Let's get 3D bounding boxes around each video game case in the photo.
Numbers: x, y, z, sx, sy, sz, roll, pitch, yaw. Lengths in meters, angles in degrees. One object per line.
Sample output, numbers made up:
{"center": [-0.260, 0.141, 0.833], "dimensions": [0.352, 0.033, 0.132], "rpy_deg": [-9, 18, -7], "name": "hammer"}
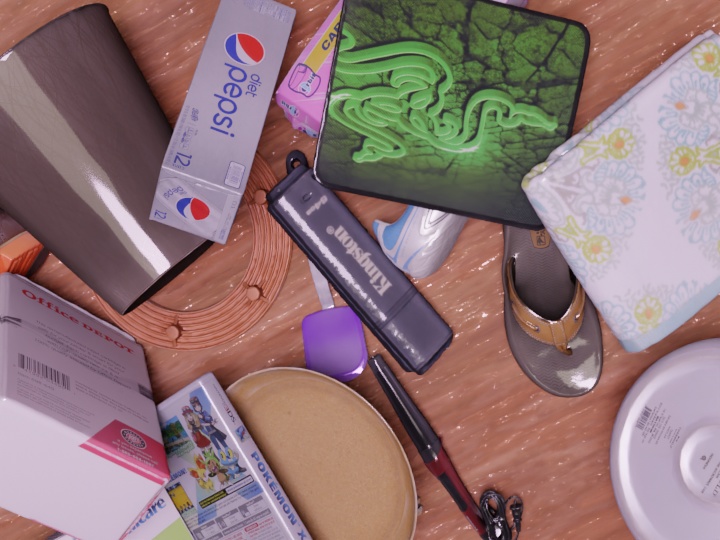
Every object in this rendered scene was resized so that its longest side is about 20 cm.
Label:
{"center": [-0.143, 0.205, 0.837], "dimensions": [0.199, 0.022, 0.184], "rpy_deg": [-32, 89, 36], "name": "video game case"}

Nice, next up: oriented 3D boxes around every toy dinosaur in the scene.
{"center": [-0.044, 0.181, 0.846], "dimensions": [0.196, 0.058, 0.103], "rpy_deg": [3, 96, 7], "name": "toy dinosaur"}

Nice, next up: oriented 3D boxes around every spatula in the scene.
{"center": [-0.036, -0.004, 0.850], "dimensions": [0.055, 0.021, 0.204], "rpy_deg": [-11, 92, 8], "name": "spatula"}

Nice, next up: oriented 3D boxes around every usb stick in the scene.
{"center": [0.000, 0.000, 0.828], "dimensions": [0.055, 0.033, 0.201], "rpy_deg": [-42, 94, -11], "name": "usb stick"}

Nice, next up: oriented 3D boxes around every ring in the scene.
{"center": [-0.157, -0.029, 0.866], "dimensions": [0.196, 0.019, 0.205], "rpy_deg": [1, 95, 8], "name": "ring"}

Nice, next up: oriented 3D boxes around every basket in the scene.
{"center": [-0.213, -0.076, 0.797], "dimensions": [0.179, 0.136, 0.201], "rpy_deg": [-38, 92, -2], "name": "basket"}

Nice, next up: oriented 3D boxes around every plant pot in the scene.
{"center": [-0.042, 0.171, 0.808], "dimensions": [0.196, 0.027, 0.204], "rpy_deg": [6, 107, 22], "name": "plant pot"}

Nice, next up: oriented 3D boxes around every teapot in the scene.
{"center": [0.297, 0.153, 0.762], "dimensions": [0.198, 0.145, 0.201], "rpy_deg": [-24, 68, 33], "name": "teapot"}

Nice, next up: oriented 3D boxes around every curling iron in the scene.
{"center": [0.072, 0.153, 0.844], "dimensions": [0.049, 0.026, 0.201], "rpy_deg": [-38, 90, 15], "name": "curling iron"}

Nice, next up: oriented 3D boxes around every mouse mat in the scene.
{"center": [0.071, -0.126, 0.741], "dimensions": [0.196, 0.008, 0.164], "rpy_deg": [10, 96, -11], "name": "mouse mat"}

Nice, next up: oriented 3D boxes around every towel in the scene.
{"center": [0.242, -0.060, 0.766], "dimensions": [0.199, 0.048, 0.172], "rpy_deg": [-38, 105, -4], "name": "towel"}

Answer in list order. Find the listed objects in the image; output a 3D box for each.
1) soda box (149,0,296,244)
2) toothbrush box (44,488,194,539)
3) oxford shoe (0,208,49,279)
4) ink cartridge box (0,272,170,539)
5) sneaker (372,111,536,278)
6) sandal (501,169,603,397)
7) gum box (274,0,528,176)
{"center": [-0.104, -0.125, 0.766], "dimensions": [0.062, 0.069, 0.203], "rpy_deg": [18, 54, -10], "name": "soda box"}
{"center": [-0.189, 0.299, 0.833], "dimensions": [0.145, 0.086, 0.202], "rpy_deg": [-32, 90, 36], "name": "toothbrush box"}
{"center": [-0.346, -0.001, 0.809], "dimensions": [0.073, 0.200, 0.072], "rpy_deg": [40, 118, 6], "name": "oxford shoe"}
{"center": [-0.240, 0.104, 0.775], "dimensions": [0.145, 0.201, 0.085], "rpy_deg": [34, 102, -29], "name": "ink cartridge box"}
{"center": [0.086, -0.087, 0.806], "dimensions": [0.072, 0.072, 0.201], "rpy_deg": [41, 94, 15], "name": "sneaker"}
{"center": [0.155, 0.014, 0.797], "dimensions": [0.080, 0.055, 0.204], "rpy_deg": [-5, 109, 6], "name": "sandal"}
{"center": [0.033, -0.174, 0.785], "dimensions": [0.113, 0.066, 0.202], "rpy_deg": [35, 90, 12], "name": "gum box"}
